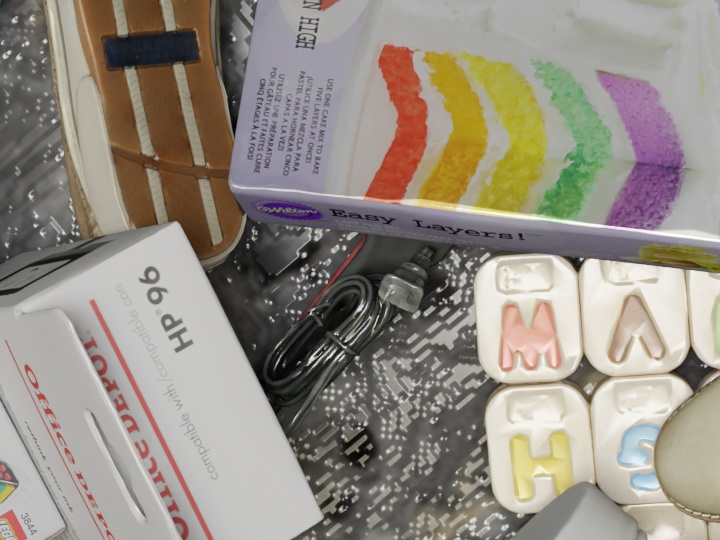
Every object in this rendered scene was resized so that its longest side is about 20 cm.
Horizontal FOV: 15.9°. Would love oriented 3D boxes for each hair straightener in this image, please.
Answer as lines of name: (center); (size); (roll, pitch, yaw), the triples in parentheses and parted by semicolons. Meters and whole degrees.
hair straightener: (0.000, 0.000, 0.941); (0.041, 0.077, 0.200); (43, 98, -7)

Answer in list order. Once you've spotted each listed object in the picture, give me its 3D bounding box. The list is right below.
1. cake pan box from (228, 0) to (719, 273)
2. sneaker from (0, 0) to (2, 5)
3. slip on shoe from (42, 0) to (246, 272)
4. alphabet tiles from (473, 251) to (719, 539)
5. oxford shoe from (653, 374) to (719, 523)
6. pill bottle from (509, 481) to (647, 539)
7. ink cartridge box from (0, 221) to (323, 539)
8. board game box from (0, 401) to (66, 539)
cake pan box: (0.060, -0.106, 0.901); (0.184, 0.052, 0.200); (9, 78, 8)
sneaker: (-0.183, -0.101, 0.960); (0.087, 0.074, 0.200); (17, 97, 12)
slip on shoe: (-0.084, -0.091, 0.953); (0.076, 0.061, 0.200); (-6, 81, -28)
alphabet tiles: (0.144, 0.036, 0.959); (0.200, 0.015, 0.196); (-4, 95, 7)
oxford shoe: (0.181, 0.041, 0.889); (0.200, 0.074, 0.071); (-23, 76, 29)
pill bottle: (0.126, 0.172, 0.920); (0.200, 0.111, 0.111); (44, 99, -2)
ink cartridge box: (-0.085, 0.051, 0.889); (0.068, 0.200, 0.116); (-30, 100, -23)
board game box: (-0.183, 0.013, 0.906); (0.035, 0.126, 0.200); (-31, 99, -26)
